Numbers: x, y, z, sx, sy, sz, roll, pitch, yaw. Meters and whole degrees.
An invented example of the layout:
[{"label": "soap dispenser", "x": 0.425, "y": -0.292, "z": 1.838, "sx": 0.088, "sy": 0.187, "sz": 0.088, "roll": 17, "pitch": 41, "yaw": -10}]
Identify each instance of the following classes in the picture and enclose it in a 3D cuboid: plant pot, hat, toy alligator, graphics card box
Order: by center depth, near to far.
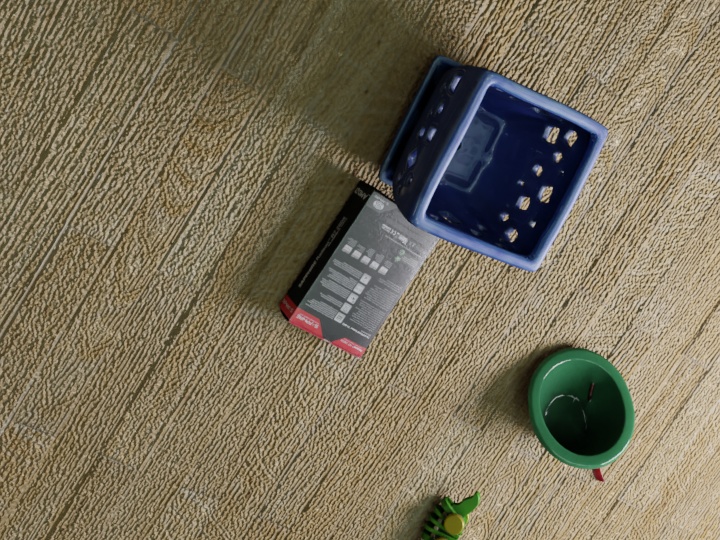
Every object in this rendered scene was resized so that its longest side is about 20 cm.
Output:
[{"label": "plant pot", "x": 0.146, "y": -0.141, "z": 1.375, "sx": 0.199, "sy": 0.180, "sz": 0.201, "roll": 20, "pitch": 103, "yaw": -28}, {"label": "graphics card box", "x": 0.000, "y": 0.000, "z": 1.447, "sx": 0.125, "sy": 0.051, "sz": 0.201, "roll": 29, "pitch": 99, "yaw": -29}, {"label": "toy alligator", "x": 0.110, "y": 0.402, "z": 1.662, "sx": 0.054, "sy": 0.059, "sz": 0.201, "roll": 31, "pitch": 101, "yaw": 12}, {"label": "hat", "x": 0.304, "y": 0.231, "z": 1.692, "sx": 0.165, "sy": 0.176, "sz": 0.201, "roll": -12, "pitch": 78, "yaw": -16}]
